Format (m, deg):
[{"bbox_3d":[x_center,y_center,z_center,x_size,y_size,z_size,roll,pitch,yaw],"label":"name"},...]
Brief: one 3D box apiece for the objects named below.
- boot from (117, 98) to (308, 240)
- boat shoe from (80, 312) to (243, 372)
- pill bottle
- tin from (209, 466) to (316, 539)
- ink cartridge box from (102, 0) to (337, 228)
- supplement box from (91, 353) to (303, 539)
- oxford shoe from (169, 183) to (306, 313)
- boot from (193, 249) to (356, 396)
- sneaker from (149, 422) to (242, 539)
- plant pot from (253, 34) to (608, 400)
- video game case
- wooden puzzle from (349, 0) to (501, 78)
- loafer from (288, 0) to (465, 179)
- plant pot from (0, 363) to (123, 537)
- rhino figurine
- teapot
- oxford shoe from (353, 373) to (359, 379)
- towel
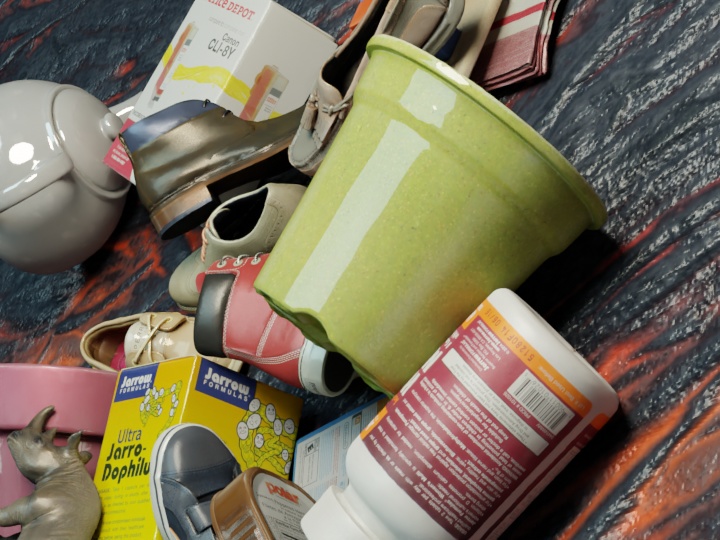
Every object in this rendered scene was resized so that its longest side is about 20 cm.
[{"bbox_3d":[-0.104,-0.118,1.691,0.199,0.097,0.075,-32,-10,-5],"label":"boot"},{"bbox_3d":[-0.171,0.070,1.714,0.199,0.069,0.074,-10,57,51],"label":"boat shoe"},{"bbox_3d":[0.061,0.118,1.293,0.200,0.109,0.110,-47,33,4],"label":"pill bottle"},{"bbox_3d":[-0.033,0.214,1.352,0.042,0.112,0.201,-40,51,12],"label":"tin"},{"bbox_3d":[-0.126,-0.149,1.813,0.201,0.083,0.145,-60,32,1],"label":"ink cartridge box"},{"bbox_3d":[-0.131,0.179,1.523,0.109,0.108,0.202,-14,59,49],"label":"supplement box"},{"bbox_3d":[-0.105,-0.025,1.677,0.199,0.073,0.071,-32,45,41],"label":"oxford shoe"},{"bbox_3d":[-0.043,-0.017,1.496,0.143,0.072,0.201,16,69,30],"label":"boot"},{"bbox_3d":[-0.087,0.201,1.430,0.079,0.078,0.202,-21,84,54],"label":"sneaker"},{"bbox_3d":[0.031,-0.022,1.359,0.185,0.200,0.200,-52,32,-4],"label":"plant pot"},{"bbox_3d":[0.020,0.149,1.435,0.199,0.018,0.144,-31,42,39],"label":"video game case"},{"bbox_3d":[0.040,-0.191,1.608,0.185,0.046,0.201,-17,47,51],"label":"wooden puzzle"},{"bbox_3d":[-0.003,-0.153,1.531,0.200,0.063,0.072,-49,41,29],"label":"loafer"},{"bbox_3d":[-0.242,0.179,1.634,0.199,0.199,0.181,-12,71,50],"label":"plant pot"},{"bbox_3d":[-0.233,0.189,1.494,0.087,0.060,0.202,-5,56,8],"label":"rhino figurine"},{"bbox_3d":[-0.283,-0.101,1.906,0.145,0.197,0.201,-28,54,25],"label":"teapot"},{"bbox_3d":[0.000,0.000,1.553,0.073,0.071,0.202,-8,56,23],"label":"oxford shoe"},{"bbox_3d":[0.114,-0.222,1.597,0.144,0.023,0.202,-16,51,51],"label":"towel"}]
